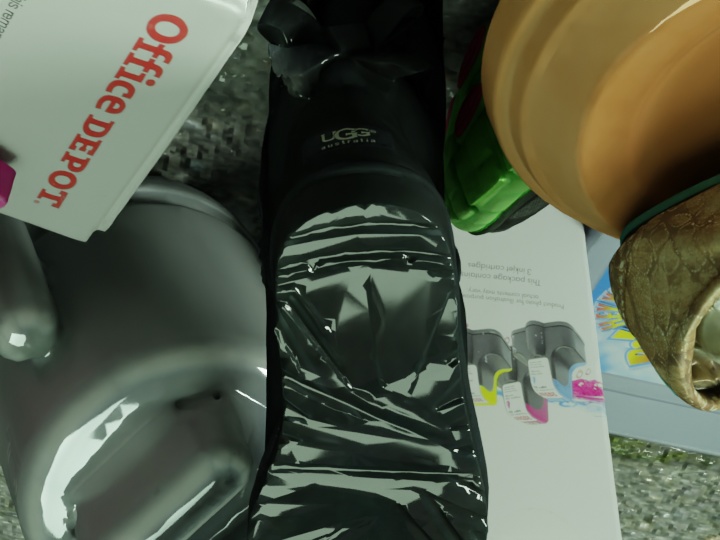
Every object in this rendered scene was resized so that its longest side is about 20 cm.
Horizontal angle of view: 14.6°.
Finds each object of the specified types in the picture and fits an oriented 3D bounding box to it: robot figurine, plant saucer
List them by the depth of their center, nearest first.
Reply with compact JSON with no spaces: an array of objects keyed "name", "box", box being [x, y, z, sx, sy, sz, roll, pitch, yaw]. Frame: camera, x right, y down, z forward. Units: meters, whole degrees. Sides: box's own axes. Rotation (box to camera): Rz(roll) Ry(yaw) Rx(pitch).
[{"name":"plant saucer","box":[0.135,-0.059,0.798,0.199,0.038,0.200,-8,147,-5]},{"name":"robot figurine","box":[-0.074,0.041,0.975,0.113,0.200,0.170,-39,124,8]}]

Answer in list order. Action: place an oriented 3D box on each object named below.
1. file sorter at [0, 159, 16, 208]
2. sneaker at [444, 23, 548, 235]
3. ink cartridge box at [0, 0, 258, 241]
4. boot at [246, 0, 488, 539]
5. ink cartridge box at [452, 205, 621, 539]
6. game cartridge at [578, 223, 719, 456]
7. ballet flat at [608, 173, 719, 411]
[{"name":"file sorter","box":[-0.230,-0.010,0.819,0.139,0.126,0.200,-17,140,39]},{"name":"sneaker","box":[0.095,-0.057,0.883,0.084,0.077,0.200,25,146,-28]},{"name":"ink cartridge box","box":[-0.142,-0.105,0.847,0.199,0.084,0.146,20,145,-17]},{"name":"boot","box":[-0.001,0.001,0.875,0.073,0.163,0.199,-2,127,-1]},{"name":"ink cartridge box","box":[0.035,0.072,0.967,0.068,0.201,0.115,6,149,-16]},{"name":"game cartridge","box":[0.135,0.007,1.007,0.133,0.041,0.200,15,146,-4]},{"name":"ballet flat","box":[0.158,-0.019,0.771,0.200,0.066,0.070,-34,143,32]}]
